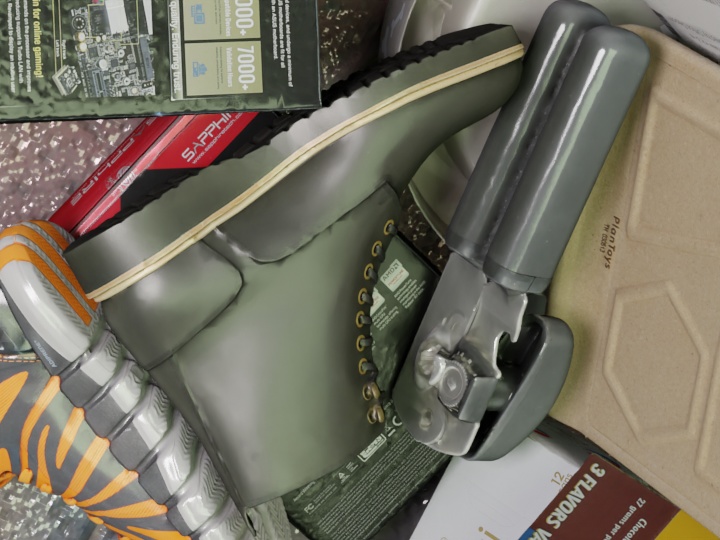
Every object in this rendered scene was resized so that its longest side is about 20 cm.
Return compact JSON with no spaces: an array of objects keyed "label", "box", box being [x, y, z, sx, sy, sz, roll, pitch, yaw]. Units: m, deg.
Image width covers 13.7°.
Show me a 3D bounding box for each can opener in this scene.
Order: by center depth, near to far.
[{"label":"can opener","box":[0.073,-0.012,1.246,0.067,0.053,0.200,9,111,-42]}]

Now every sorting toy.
[{"label":"sorting toy","box":[0.155,0.015,1.210,0.036,0.200,0.185,-9,118,-35]}]

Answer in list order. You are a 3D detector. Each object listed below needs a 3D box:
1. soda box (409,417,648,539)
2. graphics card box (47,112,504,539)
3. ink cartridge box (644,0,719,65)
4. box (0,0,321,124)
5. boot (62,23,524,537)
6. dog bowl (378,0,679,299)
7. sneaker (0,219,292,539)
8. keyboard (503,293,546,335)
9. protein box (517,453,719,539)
[{"label":"soda box","box":[0.047,0.164,1.345,0.068,0.064,0.200,14,104,-57]},{"label":"graphics card box","box":[-0.036,0.018,1.281,0.125,0.051,0.200,-47,112,0]},{"label":"ink cartridge box","box":[0.172,-0.119,1.195,0.085,0.146,0.200,-44,116,-4]},{"label":"box","box":[-0.107,-0.158,1.156,0.164,0.086,0.200,-4,94,-18]},{"label":"boot","box":[0.000,0.000,1.202,0.200,0.077,0.138,-30,97,-4]},{"label":"dog bowl","box":[0.099,-0.090,1.293,0.200,0.059,0.200,-7,111,-18]},{"label":"sneaker","box":[-0.118,0.077,1.231,0.112,0.078,0.200,-31,106,22]},{"label":"keyboard","box":[-0.001,0.067,1.339,0.200,0.011,0.056,-26,110,-10]},{"label":"protein box","box":[0.152,0.221,1.287,0.135,0.200,0.199,-48,147,-17]}]
